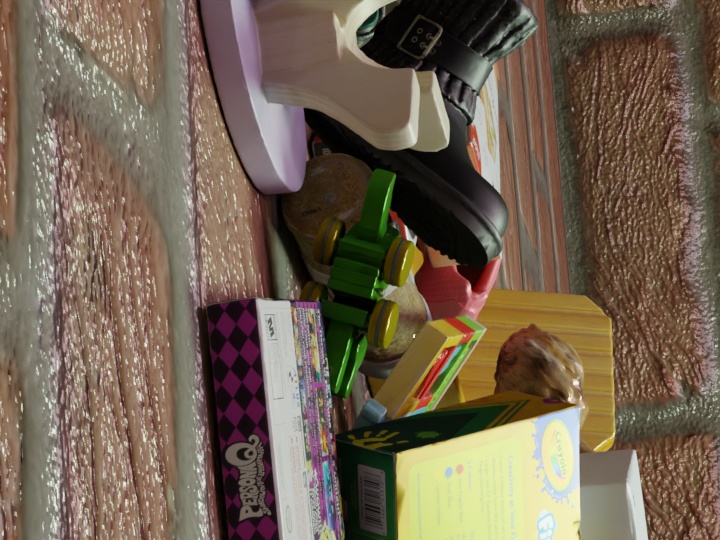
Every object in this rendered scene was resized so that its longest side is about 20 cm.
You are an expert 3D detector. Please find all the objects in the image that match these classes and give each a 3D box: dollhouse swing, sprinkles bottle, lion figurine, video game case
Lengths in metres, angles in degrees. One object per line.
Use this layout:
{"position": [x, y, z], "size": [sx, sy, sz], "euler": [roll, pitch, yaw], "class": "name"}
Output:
{"position": [0.105, 0.042, 1.795], "size": [0.182, 0.175, 0.201], "euler": [74, 15, -45], "class": "dollhouse swing"}
{"position": [0.000, 0.000, 1.533], "size": [0.200, 0.068, 0.069], "euler": [67, 20, -57], "class": "sprinkles bottle"}
{"position": [0.118, 0.150, 1.695], "size": [0.200, 0.122, 0.072], "euler": [-57, 167, 5], "class": "lion figurine"}
{"position": [-0.044, 0.116, 1.302], "size": [0.181, 0.036, 0.201], "euler": [4, 80, -80], "class": "video game case"}

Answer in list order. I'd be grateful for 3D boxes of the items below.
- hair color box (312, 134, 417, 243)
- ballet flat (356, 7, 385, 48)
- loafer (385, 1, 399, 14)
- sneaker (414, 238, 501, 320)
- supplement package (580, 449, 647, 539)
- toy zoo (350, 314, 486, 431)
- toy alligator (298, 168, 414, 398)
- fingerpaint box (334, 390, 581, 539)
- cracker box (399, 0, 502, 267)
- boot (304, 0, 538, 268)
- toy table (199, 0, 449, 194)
{"position": [0.013, -0.086, 1.678], "size": [0.200, 0.061, 0.102], "euler": [-72, 155, -65], "class": "hair color box"}
{"position": [-0.020, -0.240, 1.624], "size": [0.072, 0.072, 0.201], "euler": [64, 22, -62], "class": "ballet flat"}
{"position": [0.036, -0.205, 1.811], "size": [0.076, 0.068, 0.201], "euler": [-24, 118, -79], "class": "loafer"}
{"position": [0.084, -0.021, 1.728], "size": [0.087, 0.074, 0.201], "euler": [-45, -156, 41], "class": "sneaker"}
{"position": [0.103, 0.202, 1.606], "size": [0.117, 0.199, 0.118], "euler": [-33, 116, -78], "class": "supplement package"}
{"position": [0.029, 0.092, 1.546], "size": [0.132, 0.020, 0.200], "euler": [-57, 171, 6], "class": "toy zoo"}
{"position": [-0.008, 0.035, 1.417], "size": [0.054, 0.059, 0.201], "euler": [10, 95, -78], "class": "toy alligator"}
{"position": [0.063, 0.193, 1.464], "size": [0.166, 0.073, 0.201], "euler": [-11, 104, -39], "class": "fingerpaint box"}
{"position": [0.067, -0.122, 1.665], "size": [0.134, 0.057, 0.201], "euler": [71, 17, -51], "class": "cracker box"}
{"position": [0.066, -0.112, 1.490], "size": [0.211, 0.158, 0.080], "euler": [45, -11, 35], "class": "boot"}
{"position": [-0.019, -0.137, 1.371], "size": [0.200, 0.116, 0.185], "euler": [66, 21, -56], "class": "toy table"}
